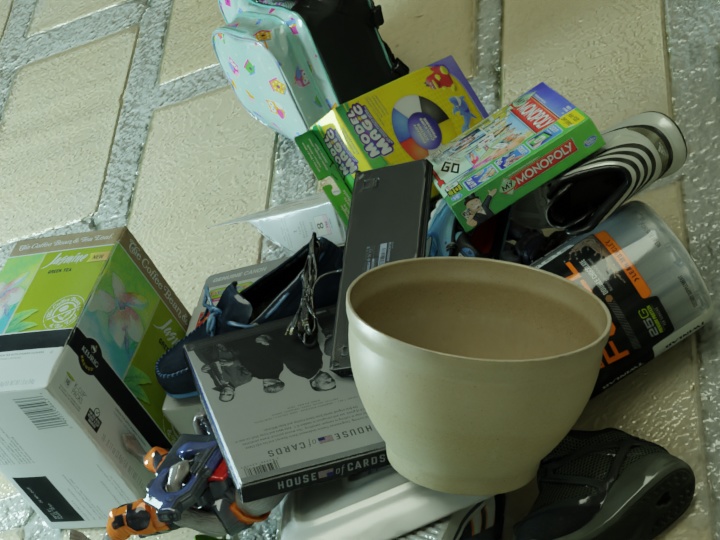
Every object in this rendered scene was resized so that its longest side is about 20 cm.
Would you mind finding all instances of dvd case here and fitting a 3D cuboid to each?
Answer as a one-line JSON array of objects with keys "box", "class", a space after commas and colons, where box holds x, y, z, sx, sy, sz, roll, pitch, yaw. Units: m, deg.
[{"box": [-0.053, 0.106, 1.629, 0.150, 0.025, 0.200, -14, 37, -11], "class": "dvd case"}]

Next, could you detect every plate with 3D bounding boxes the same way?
[{"box": [0.018, 0.170, 1.610, 0.200, 0.032, 0.200, -23, 13, 6], "class": "plate"}]

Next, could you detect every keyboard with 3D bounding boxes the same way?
[{"box": [0.000, 0.000, 1.669, 0.127, 0.021, 0.200, -9, 56, 27], "class": "keyboard"}]

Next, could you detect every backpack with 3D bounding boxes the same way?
[{"box": [-0.066, -0.233, 2.062, 0.153, 0.176, 0.200, -35, 34, -10], "class": "backpack"}]

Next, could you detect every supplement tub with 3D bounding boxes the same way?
[{"box": [0.181, 0.041, 1.636, 0.200, 0.123, 0.123, -33, 38, -2], "class": "supplement tub"}]

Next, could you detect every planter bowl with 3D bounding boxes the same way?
[{"box": [0.085, 0.087, 1.502, 0.200, 0.135, 0.200, 4, 22, -1], "class": "planter bowl"}]

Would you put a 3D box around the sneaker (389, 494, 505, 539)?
[{"box": [0.073, 0.218, 1.564, 0.078, 0.080, 0.200, -17, 17, 30], "class": "sneaker"}]

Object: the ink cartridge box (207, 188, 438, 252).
[{"box": [-0.024, -0.052, 1.890, 0.162, 0.057, 0.200, -19, 2, -40], "class": "ink cartridge box"}]

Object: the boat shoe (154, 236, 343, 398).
[{"box": [-0.102, 0.033, 1.743, 0.200, 0.069, 0.084, -36, 38, -7], "class": "boat shoe"}]

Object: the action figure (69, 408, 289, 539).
[{"box": [-0.131, 0.173, 1.667, 0.193, 0.105, 0.200, -6, 30, 38], "class": "action figure"}]

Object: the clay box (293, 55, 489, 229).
[{"box": [0.040, -0.113, 1.804, 0.200, 0.115, 0.048, -29, -4, -44], "class": "clay box"}]

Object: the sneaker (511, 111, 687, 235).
[{"box": [0.167, -0.069, 1.643, 0.115, 0.076, 0.200, -32, 4, -39], "class": "sneaker"}]

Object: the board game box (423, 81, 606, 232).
[{"box": [0.125, -0.100, 1.673, 0.134, 0.029, 0.200, -34, 14, 2], "class": "board game box"}]

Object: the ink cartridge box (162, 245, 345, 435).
[{"box": [-0.059, 0.073, 1.796, 0.200, 0.084, 0.176, -11, 42, 24], "class": "ink cartridge box"}]

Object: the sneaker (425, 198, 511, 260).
[{"box": [0.072, 0.003, 1.682, 0.200, 0.078, 0.090, -66, 11, -19], "class": "sneaker"}]

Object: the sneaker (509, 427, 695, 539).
[{"box": [0.153, 0.194, 1.531, 0.199, 0.076, 0.114, -38, 36, -12], "class": "sneaker"}]

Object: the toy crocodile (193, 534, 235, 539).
[{"box": [-0.072, 0.262, 1.623, 0.200, 0.062, 0.068, 9, 94, 39], "class": "toy crocodile"}]

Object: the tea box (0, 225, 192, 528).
[{"box": [-0.250, 0.100, 1.802, 0.133, 0.200, 0.197, -7, 45, 29], "class": "tea box"}]

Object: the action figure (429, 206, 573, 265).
[{"box": [0.150, -0.019, 1.773, 0.130, 0.069, 0.200, -42, 42, -24], "class": "action figure"}]
